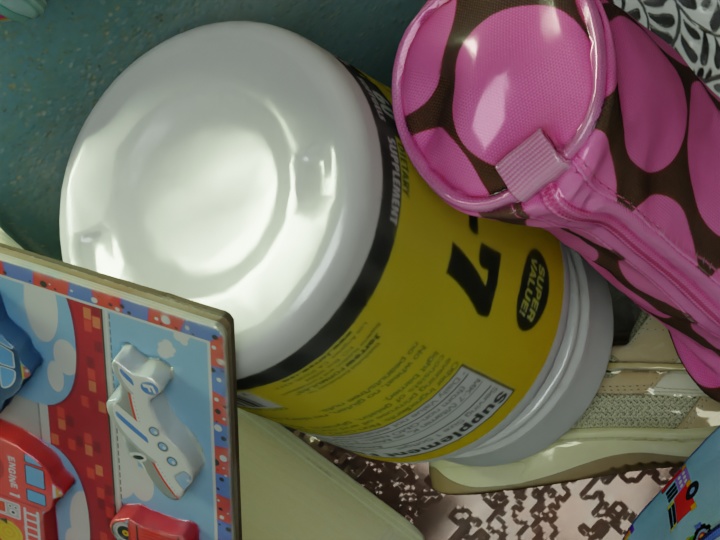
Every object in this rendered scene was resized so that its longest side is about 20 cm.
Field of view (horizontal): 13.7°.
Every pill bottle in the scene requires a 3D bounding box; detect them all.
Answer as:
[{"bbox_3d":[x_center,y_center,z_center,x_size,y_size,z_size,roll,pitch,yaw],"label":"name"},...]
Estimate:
[{"bbox_3d":[0.000,0.000,0.989,0.114,0.200,0.115,-8,72,28],"label":"pill bottle"}]

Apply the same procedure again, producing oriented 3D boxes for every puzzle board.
[{"bbox_3d":[-0.107,0.073,0.952,0.150,0.017,0.201,16,132,18],"label":"puzzle board"}]

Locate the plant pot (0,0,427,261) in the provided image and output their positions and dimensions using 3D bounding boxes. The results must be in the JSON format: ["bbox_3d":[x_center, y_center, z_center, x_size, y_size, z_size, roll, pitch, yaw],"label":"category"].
[{"bbox_3d":[-0.099,-0.121,1.011,0.196,0.200,0.196,-47,65,8],"label":"plant pot"}]

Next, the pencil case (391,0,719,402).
[{"bbox_3d":[0.092,-0.021,0.950,0.090,0.200,0.094,-24,56,28],"label":"pencil case"}]

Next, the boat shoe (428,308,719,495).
[{"bbox_3d":[0.117,0.035,1.077,0.199,0.072,0.065,-9,90,15],"label":"boat shoe"}]

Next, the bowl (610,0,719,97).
[{"bbox_3d":[0.120,-0.141,0.980,0.200,0.201,0.094,-24,46,9],"label":"bowl"}]

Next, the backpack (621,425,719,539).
[{"bbox_3d":[0.174,0.142,0.960,0.200,0.135,0.183,35,122,-4],"label":"backpack"}]

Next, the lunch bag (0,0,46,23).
[{"bbox_3d":[-0.177,-0.149,0.851,0.199,0.160,0.077,28,89,26],"label":"lunch bag"}]

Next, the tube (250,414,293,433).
[{"bbox_3d":[-0.053,-0.037,1.112,0.058,0.052,0.201,-16,84,-26],"label":"tube"}]

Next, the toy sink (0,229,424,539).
[{"bbox_3d":[-0.103,0.103,1.069,0.200,0.112,0.131,37,122,6],"label":"toy sink"}]
